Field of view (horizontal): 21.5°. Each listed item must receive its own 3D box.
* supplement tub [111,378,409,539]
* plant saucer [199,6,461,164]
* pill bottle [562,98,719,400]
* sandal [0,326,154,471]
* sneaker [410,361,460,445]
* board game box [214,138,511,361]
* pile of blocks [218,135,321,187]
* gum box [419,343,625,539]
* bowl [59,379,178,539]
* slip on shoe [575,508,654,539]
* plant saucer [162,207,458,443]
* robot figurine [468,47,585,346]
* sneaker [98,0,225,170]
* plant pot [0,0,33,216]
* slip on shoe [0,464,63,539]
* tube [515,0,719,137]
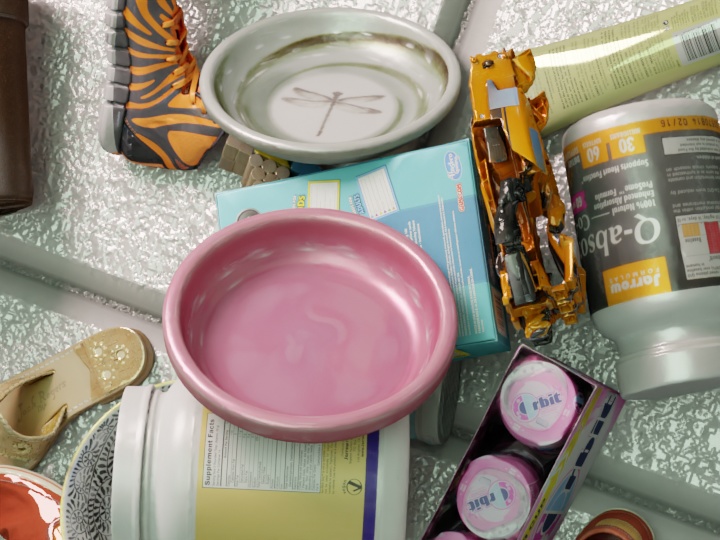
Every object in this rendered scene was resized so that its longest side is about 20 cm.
[{"bbox_3d":[-0.068,0.147,1.328,0.199,0.145,0.146,2,83,-1],"label":"supplement tub"},{"bbox_3d":[-0.022,-0.131,1.447,0.199,0.200,0.050,14,131,20],"label":"plant saucer"},{"bbox_3d":[0.216,-0.014,1.356,0.116,0.116,0.201,-12,78,16],"label":"pill bottle"},{"bbox_3d":[-0.268,0.109,1.523,0.211,0.070,0.078,-34,74,11],"label":"sandal"},{"bbox_3d":[0.036,0.028,1.432,0.082,0.074,0.201,6,83,16],"label":"sneaker"},{"bbox_3d":[0.000,0.000,1.384,0.199,0.047,0.152,-11,75,16],"label":"board game box"},{"bbox_3d":[-0.055,-0.037,1.484,0.082,0.062,0.201,-12,74,-17],"label":"pile of blocks"},{"bbox_3d":[0.109,0.161,1.367,0.066,0.113,0.200,28,92,20],"label":"gum box"},{"bbox_3d":[-0.124,0.188,1.439,0.200,0.094,0.202,0,77,-2],"label":"bowl"},{"bbox_3d":[0.146,0.262,1.361,0.074,0.061,0.200,30,94,17],"label":"slip on shoe"},{"bbox_3d":[-0.035,0.043,1.292,0.200,0.051,0.201,1,47,-2],"label":"plant saucer"},{"bbox_3d":[0.117,-0.047,1.330,0.058,0.145,0.201,-13,69,10],"label":"robot figurine"},{"bbox_3d":[-0.141,-0.170,1.496,0.112,0.078,0.201,16,126,12],"label":"sneaker"},{"bbox_3d":[-0.353,-0.140,1.531,0.200,0.200,0.199,-8,87,17],"label":"plant pot"},{"bbox_3d":[-0.239,0.224,1.493,0.200,0.061,0.074,38,125,18],"label":"slip on shoe"},{"bbox_3d":[0.192,-0.156,1.423,0.199,0.052,0.058,-19,36,19],"label":"tube"}]
